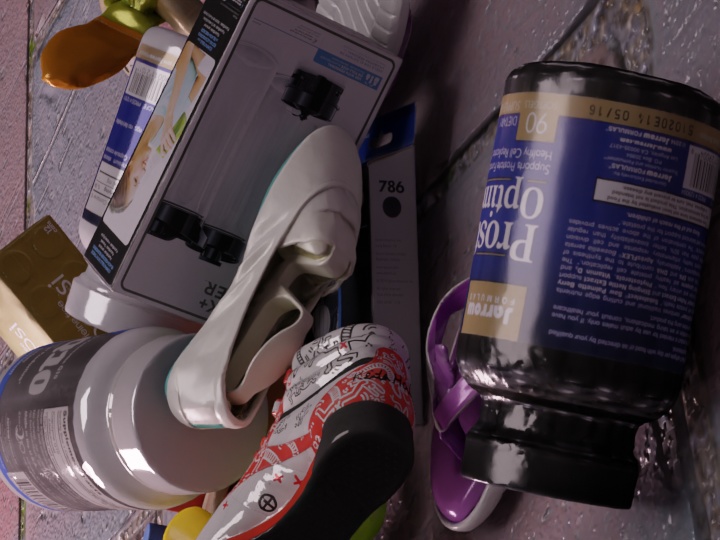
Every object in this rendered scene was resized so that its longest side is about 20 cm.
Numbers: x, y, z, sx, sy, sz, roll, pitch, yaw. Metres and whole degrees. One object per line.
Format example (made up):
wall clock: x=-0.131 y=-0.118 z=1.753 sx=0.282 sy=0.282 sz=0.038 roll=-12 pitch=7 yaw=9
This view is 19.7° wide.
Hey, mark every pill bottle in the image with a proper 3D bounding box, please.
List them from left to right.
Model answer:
pill bottle: x=-0.148 y=0.095 z=1.309 sx=0.199 sy=0.113 sz=0.115 roll=-11 pitch=69 yaw=55
pill bottle: x=-0.123 y=-0.052 z=1.392 sx=0.116 sy=0.115 sz=0.202 roll=29 pitch=100 yaw=64
pill bottle: x=0.107 y=0.008 z=1.002 sx=0.112 sy=0.111 sz=0.202 roll=4 pitch=83 yaw=65

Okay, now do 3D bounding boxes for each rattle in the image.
rattle: x=-0.178 y=-0.139 z=1.589 sx=0.144 sy=0.130 sz=0.200 roll=-64 pitch=7 yaw=-24

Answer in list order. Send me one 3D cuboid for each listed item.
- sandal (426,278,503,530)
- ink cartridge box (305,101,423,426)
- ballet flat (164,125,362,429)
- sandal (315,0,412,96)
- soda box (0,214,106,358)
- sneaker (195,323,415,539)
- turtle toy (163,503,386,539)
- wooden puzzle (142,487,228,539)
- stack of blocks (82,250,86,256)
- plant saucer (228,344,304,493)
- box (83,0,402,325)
sandal: x=0.061 y=0.040 z=1.141 sx=0.082 sy=0.049 sz=0.204 roll=21 pitch=98 yaw=65
ink cartridge box: x=0.000 y=0.000 z=1.290 sx=0.099 sy=0.039 sz=0.202 roll=-18 pitch=70 yaw=63
ballet flat: x=-0.041 y=0.009 z=1.211 sx=0.201 sy=0.069 sz=0.069 roll=-60 pitch=22 yaw=-12
sandal: x=0.004 y=-0.144 z=1.357 sx=0.083 sy=0.049 sz=0.203 roll=59 pitch=148 yaw=27
soda box: x=-0.202 y=0.062 z=1.544 sx=0.068 sy=0.200 sz=0.064 roll=-41 pitch=2 yaw=-34
sneaker: x=-0.037 y=0.116 z=1.170 sx=0.202 sy=0.067 sz=0.108 roll=-48 pitch=24 yaw=31
turtle toy: x=-0.045 y=0.198 z=1.249 sx=0.145 sy=0.101 sz=0.201 roll=31 pitch=110 yaw=32
wooden puzzle: x=-0.124 y=0.175 z=1.434 sx=0.185 sy=0.046 sz=0.202 roll=-161 pitch=79 yaw=-81
stack of blocks: x=-0.139 y=-0.060 z=1.559 sx=0.200 sy=0.058 sz=0.115 roll=-53 pitch=3 yaw=44
plant saucer: x=-0.065 y=0.100 z=1.372 sx=0.200 sy=0.032 sz=0.202 roll=-174 pitch=90 yaw=-82
box: x=-0.072 y=-0.067 z=1.266 sx=0.201 sy=0.116 sz=0.060 roll=-62 pitch=32 yaw=8
